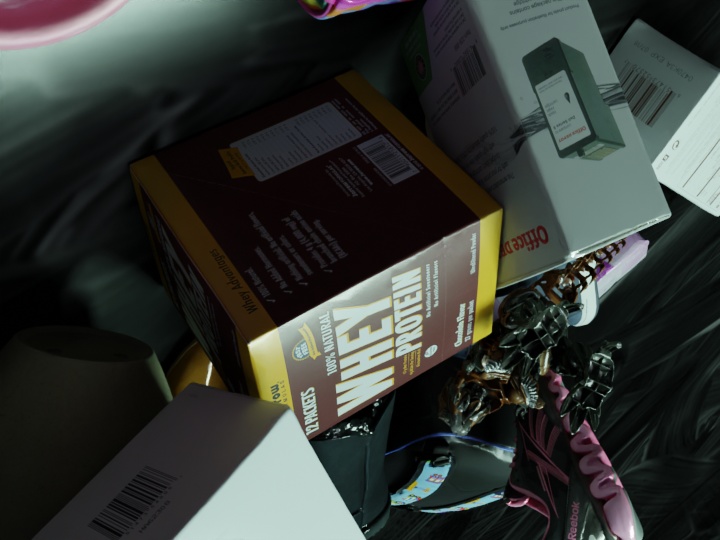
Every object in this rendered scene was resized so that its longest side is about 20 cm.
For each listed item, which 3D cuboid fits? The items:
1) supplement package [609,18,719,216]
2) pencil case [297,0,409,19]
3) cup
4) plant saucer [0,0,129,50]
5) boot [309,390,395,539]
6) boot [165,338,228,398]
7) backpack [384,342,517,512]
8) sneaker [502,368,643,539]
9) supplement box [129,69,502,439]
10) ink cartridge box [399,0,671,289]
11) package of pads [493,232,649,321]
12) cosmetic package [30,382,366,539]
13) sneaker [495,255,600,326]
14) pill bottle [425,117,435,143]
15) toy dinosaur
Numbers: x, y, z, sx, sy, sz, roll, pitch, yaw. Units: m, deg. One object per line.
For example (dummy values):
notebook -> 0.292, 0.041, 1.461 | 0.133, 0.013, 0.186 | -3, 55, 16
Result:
supplement package -> 0.334, -0.154, 0.947 | 0.198, 0.117, 0.118 | 14, 116, -49
pencil case -> 0.044, -0.231, 0.626 | 0.197, 0.089, 0.089 | -19, 138, -25
cup -> -0.214, 0.123, 0.670 | 0.198, 0.199, 0.146 | 3, 100, -44
plant saucer -> -0.184, -0.216, 0.460 | 0.198, 0.051, 0.203 | -26, 140, -24
boot -> -0.047, 0.184, 0.743 | 0.199, 0.076, 0.170 | -32, 136, -34
boot -> -0.133, 0.168, 0.796 | 0.070, 0.144, 0.203 | 9, 120, -40
backpack -> 0.083, 0.161, 0.889 | 0.180, 0.137, 0.200 | 16, 146, -27
sneaker -> 0.153, 0.153, 0.760 | 0.095, 0.202, 0.079 | -31, 137, 11
supplement box -> -0.033, -0.013, 0.674 | 0.198, 0.198, 0.134 | -27, 141, -19
ink cartridge box -> 0.112, -0.102, 0.631 | 0.083, 0.203, 0.146 | -20, 177, -14
package of pads -> 0.195, -0.001, 0.958 | 0.199, 0.121, 0.076 | -41, 162, -5
cosmetic package -> -0.098, 0.219, 0.581 | 0.199, 0.122, 0.202 | -45, 120, -32
sneaker -> 0.142, 0.003, 0.827 | 0.144, 0.078, 0.203 | -15, 149, 5
pill bottle -> 0.156, -0.115, 0.817 | 0.120, 0.120, 0.199 | -52, 142, 12
toy dinosaur -> 0.136, 0.051, 0.727 | 0.101, 0.136, 0.203 | 17, 100, -14
